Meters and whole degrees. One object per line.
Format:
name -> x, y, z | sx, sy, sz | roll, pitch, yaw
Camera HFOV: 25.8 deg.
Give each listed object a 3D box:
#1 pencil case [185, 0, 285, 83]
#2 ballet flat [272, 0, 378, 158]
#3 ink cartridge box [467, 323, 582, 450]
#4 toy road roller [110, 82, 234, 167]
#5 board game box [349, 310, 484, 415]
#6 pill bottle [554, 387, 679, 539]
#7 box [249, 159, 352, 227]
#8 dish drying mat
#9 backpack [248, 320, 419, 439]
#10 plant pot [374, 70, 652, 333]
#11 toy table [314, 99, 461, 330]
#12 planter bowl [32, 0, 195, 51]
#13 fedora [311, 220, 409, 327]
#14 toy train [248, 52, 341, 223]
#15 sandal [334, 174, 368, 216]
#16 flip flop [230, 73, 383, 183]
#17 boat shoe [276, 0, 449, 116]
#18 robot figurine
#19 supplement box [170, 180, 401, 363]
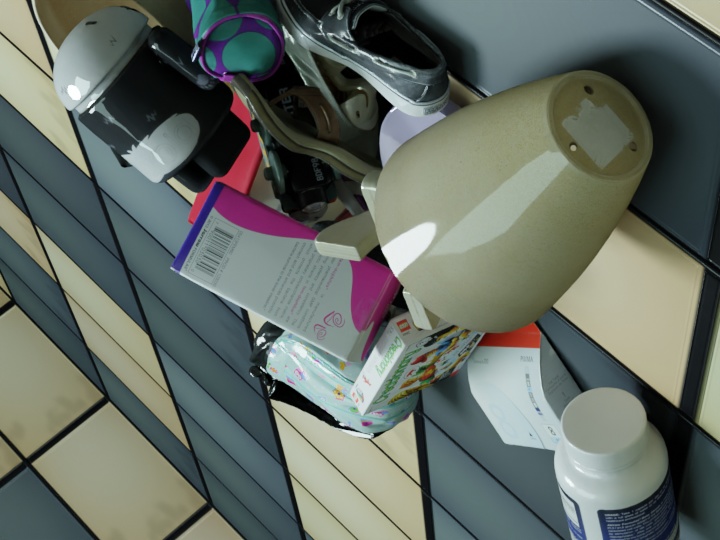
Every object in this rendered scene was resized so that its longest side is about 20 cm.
pencil case -> -0.134, -0.266, 1.492 | 0.092, 0.085, 0.200 | -56, 38, 36
ballet flat -> -0.021, -0.186, 1.527 | 0.064, 0.067, 0.200 | -9, 124, 38
ink cartridge box -> 0.155, 0.102, 1.674 | 0.200, 0.047, 0.160 | 54, 160, -13
toy road roller -> -0.233, -0.226, 1.885 | 0.200, 0.146, 0.123 | -17, 116, 29
board game box -> 0.068, 0.081, 1.651 | 0.035, 0.126, 0.200 | 60, 157, 17
pill bottle -> 0.252, 0.208, 1.553 | 0.111, 0.111, 0.200 | 35, 155, 39
box -> -0.072, -0.036, 1.838 | 0.128, 0.109, 0.200 | 37, 156, 40
dish drying mat -> -0.134, -0.129, 1.746 | 0.018, 0.200, 0.077 | 7, -159, -44
backpack -> -0.018, 0.110, 1.924 | 0.200, 0.167, 0.127 | 36, 152, 21
plant pot -> 0.137, -0.070, 1.244 | 0.187, 0.187, 0.200 | 51, 147, 0
toy table -> 0.059, -0.050, 1.453 | 0.184, 0.117, 0.200 | -1, 133, 41
planter bowl -> -0.224, -0.282, 1.655 | 0.200, 0.135, 0.200 | 25, 151, 15
fedora -> 0.000, 0.000, 1.704 | 0.200, 0.092, 0.201 | 19, -177, -1
toy train -> -0.073, -0.145, 1.614 | 0.114, 0.085, 0.200 | 105, 148, -75
sandal -> 0.023, -0.076, 1.637 | 0.203, 0.082, 0.050 | 46, 117, 20
flip flop -> -0.042, -0.139, 1.474 | 0.200, 0.058, 0.081 | 27, -164, -38
boat shoe -> 0.000, -0.216, 1.407 | 0.200, 0.072, 0.068 | 42, 157, 25
robot figurine -> -0.205, -0.169, 1.545 | 0.200, 0.150, 0.125 | 40, -168, -16
supplement box -> -0.070, 0.004, 1.568 | 0.200, 0.101, 0.103 | 28, 179, 10
